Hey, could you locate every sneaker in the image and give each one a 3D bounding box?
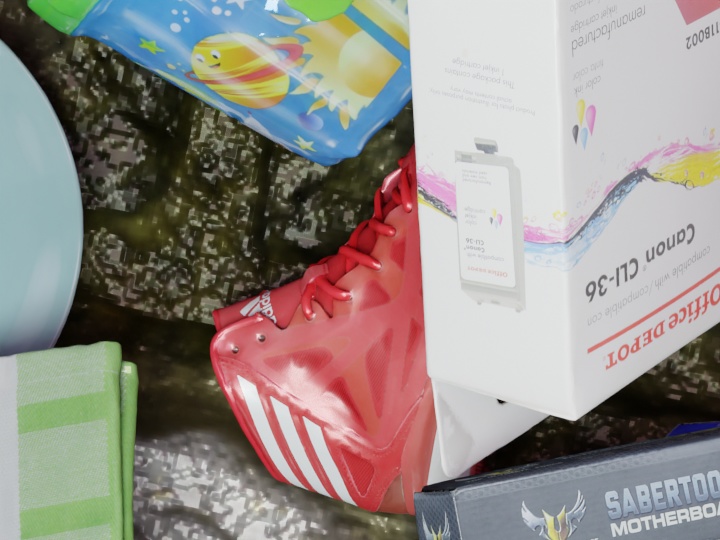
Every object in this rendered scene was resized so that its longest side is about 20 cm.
[{"bbox_3d":[0.000,0.000,1.131,0.115,0.078,0.200,7,105,6],"label":"sneaker"}]

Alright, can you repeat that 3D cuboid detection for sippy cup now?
[{"bbox_3d":[-0.030,-0.111,1.094,0.130,0.178,0.140,37,124,-8],"label":"sippy cup"}]

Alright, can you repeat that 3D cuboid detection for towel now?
[{"bbox_3d":[-0.173,0.111,1.119,0.200,0.031,0.149,-9,72,20],"label":"towel"}]

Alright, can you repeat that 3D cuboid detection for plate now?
[{"bbox_3d":[-0.207,-0.018,1.156,0.200,0.026,0.200,1,102,7],"label":"plate"}]

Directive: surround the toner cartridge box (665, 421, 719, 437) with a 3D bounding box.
[{"bbox_3d":[0.091,0.157,1.123,0.200,0.043,0.095,-43,100,-16],"label":"toner cartridge box"}]

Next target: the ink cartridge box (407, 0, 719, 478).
[{"bbox_3d":[0.079,-0.028,1.050,0.067,0.116,0.200,15,120,36],"label":"ink cartridge box"}]

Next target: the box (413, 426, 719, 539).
[{"bbox_3d":[0.130,0.137,1.087,0.200,0.051,0.158,-11,89,-18],"label":"box"}]
